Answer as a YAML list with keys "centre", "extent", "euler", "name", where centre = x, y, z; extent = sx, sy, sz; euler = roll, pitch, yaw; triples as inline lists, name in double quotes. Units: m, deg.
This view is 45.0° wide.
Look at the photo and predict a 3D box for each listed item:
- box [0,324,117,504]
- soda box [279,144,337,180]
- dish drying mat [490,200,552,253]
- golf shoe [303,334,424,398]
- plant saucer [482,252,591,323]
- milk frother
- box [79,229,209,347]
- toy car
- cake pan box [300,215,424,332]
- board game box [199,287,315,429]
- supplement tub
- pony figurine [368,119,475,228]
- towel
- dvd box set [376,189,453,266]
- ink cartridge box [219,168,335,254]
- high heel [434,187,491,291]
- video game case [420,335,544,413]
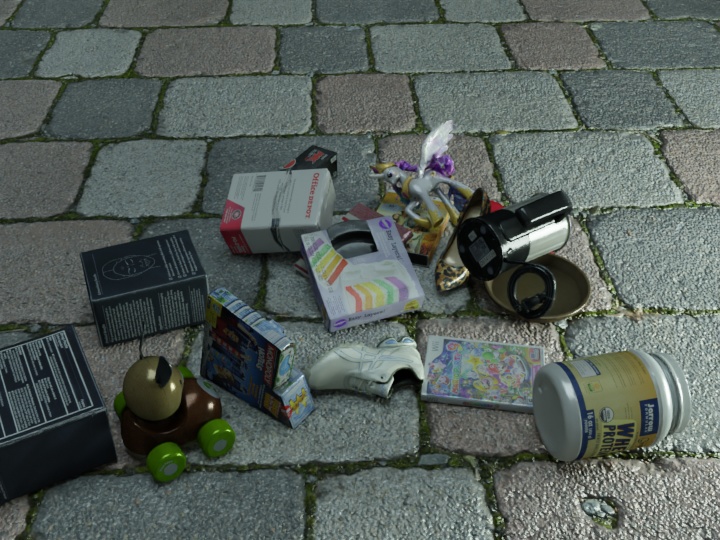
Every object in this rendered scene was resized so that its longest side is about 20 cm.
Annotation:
- centre: [-0.487, 0.212, 1.284]
  extent: [0.197, 0.124, 0.200]
  euler: [-19, 43, -21]
  name: "box"
- centre: [-0.128, -0.192, 1.855]
  extent: [0.070, 0.064, 0.200]
  euler: [20, 41, 23]
  name: "soda box"
- centre: [0.310, -0.086, 1.760]
  extent: [0.076, 0.018, 0.200]
  euler: [-25, 45, -27]
  name: "dish drying mat"
- centre: [0.010, 0.165, 1.392]
  extent: [0.198, 0.079, 0.098]
  euler: [-13, 44, -15]
  name: "golf shoe"
- centre: [0.323, 0.032, 1.601]
  extent: [0.197, 0.030, 0.201]
  euler: [1, 37, 0]
  name: "plant saucer"
- centre: [0.310, -0.029, 1.568]
  extent: [0.187, 0.202, 0.180]
  euler: [-21, 2, -32]
  name: "milk frother"
- centre: [-0.378, 0.029, 1.534]
  extent: [0.198, 0.108, 0.149]
  euler: [-13, 40, -17]
  name: "box"
- centre: [-0.285, 0.172, 1.275]
  extent: [0.157, 0.202, 0.164]
  euler: [-22, 43, -26]
  name: "toy car"
- centre: [0.000, 0.000, 1.574]
  extent: [0.182, 0.053, 0.202]
  euler: [-11, 57, -14]
  name: "cake pan box"
- centre: [-0.155, 0.143, 1.354]
  extent: [0.199, 0.201, 0.062]
  euler: [35, 48, 17]
  name: "board game box"
- centre: [0.371, 0.197, 1.294]
  extent: [0.197, 0.146, 0.145]
  euler: [-8, 38, -10]
  name: "supplement tub"
- centre: [0.138, -0.183, 1.744]
  extent: [0.192, 0.167, 0.200]
  euler: [-34, 65, -25]
  name: "pony figurine"
- centre: [-0.013, -0.037, 1.660]
  extent: [0.143, 0.023, 0.200]
  euler: [30, 62, 32]
  name: "towel"
- centre: [0.095, -0.090, 1.753]
  extent: [0.145, 0.030, 0.201]
  euler: [12, 40, 15]
  name: "dvd box set"
- centre: [-0.156, -0.115, 1.686]
  extent: [0.197, 0.085, 0.146]
  euler: [-2, 54, 14]
  name: "ink cartridge box"
- centre: [0.187, -0.060, 1.623]
  extent: [0.071, 0.144, 0.200]
  euler: [18, 41, 21]
  name: "high heel"
- centre: [0.204, 0.169, 1.432]
  extent: [0.197, 0.018, 0.144]
  euler: [5, 39, 7]
  name: "video game case"
